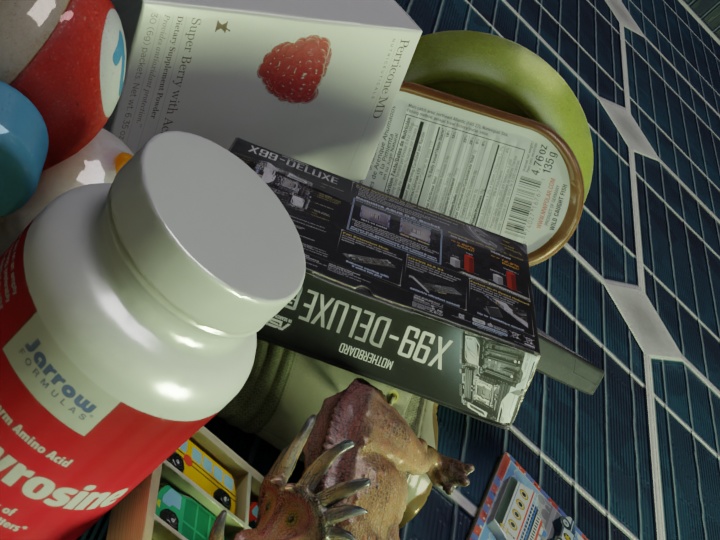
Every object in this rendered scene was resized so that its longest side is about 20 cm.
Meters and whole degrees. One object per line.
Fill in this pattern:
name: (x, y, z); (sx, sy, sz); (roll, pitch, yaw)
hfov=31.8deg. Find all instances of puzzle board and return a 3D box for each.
puzzle board: (0.132, 0.227, 0.877); (0.151, 0.017, 0.200); (48, 27, -4)

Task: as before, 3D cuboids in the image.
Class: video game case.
video game case: (0.060, 0.016, 0.933); (0.199, 0.026, 0.180); (26, 6, -37)

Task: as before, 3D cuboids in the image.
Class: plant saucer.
plant saucer: (0.080, -0.084, 0.981); (0.200, 0.200, 0.031); (44, 34, -9)

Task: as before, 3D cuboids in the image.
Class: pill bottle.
pill bottle: (-0.117, 0.037, 0.546); (0.112, 0.200, 0.113); (34, 30, -24)

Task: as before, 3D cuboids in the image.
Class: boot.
boot: (-0.023, 0.054, 0.808); (0.154, 0.072, 0.201); (35, 31, -21)

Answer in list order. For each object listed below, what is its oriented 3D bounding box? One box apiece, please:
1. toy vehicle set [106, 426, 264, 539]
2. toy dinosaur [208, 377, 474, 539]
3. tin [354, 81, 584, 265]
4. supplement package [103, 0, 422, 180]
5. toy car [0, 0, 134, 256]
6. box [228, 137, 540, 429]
toy vehicle set: (-0.048, 0.167, 0.633); (0.200, 0.026, 0.125); (46, 26, -32)
toy dinosaur: (-0.007, 0.106, 0.635); (0.136, 0.085, 0.201); (52, 27, -29)
tin: (0.067, -0.071, 0.926); (0.197, 0.114, 0.042); (17, 2, 8)
supplement package: (-0.083, -0.142, 0.823); (0.198, 0.122, 0.120); (-2, 39, -34)
toy car: (-0.158, -0.055, 0.656); (0.200, 0.175, 0.186); (44, 36, -37)
box: (0.000, 0.000, 0.719); (0.197, 0.050, 0.158); (20, 23, -4)
